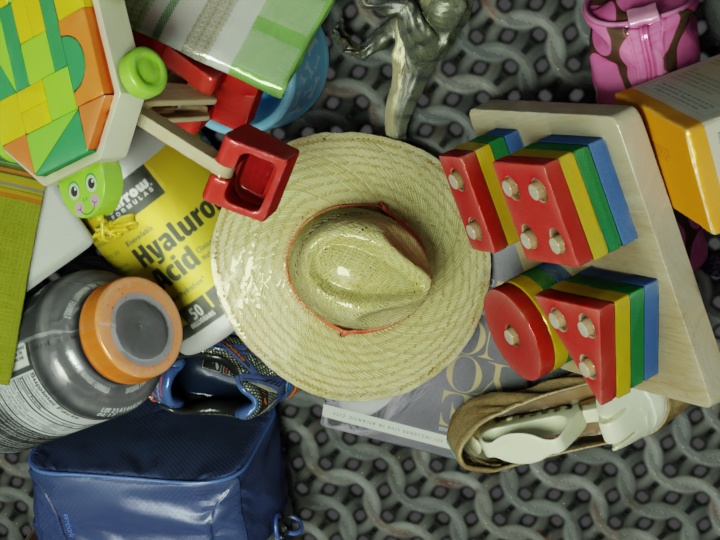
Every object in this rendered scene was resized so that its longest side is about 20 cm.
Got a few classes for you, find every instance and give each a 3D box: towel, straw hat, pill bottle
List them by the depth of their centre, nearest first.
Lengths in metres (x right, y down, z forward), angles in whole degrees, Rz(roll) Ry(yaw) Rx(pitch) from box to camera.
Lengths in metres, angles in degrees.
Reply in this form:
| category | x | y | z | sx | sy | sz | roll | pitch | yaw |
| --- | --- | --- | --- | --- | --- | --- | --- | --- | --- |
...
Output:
| category | x | y | z | sx | sy | sz | roll | pitch | yaw |
| --- | --- | --- | --- | --- | --- | --- | --- | --- | --- |
| towel | -0.260 | -0.027 | 1.513 | 0.086 | 0.018 | 0.201 | 11 | 86 | -19 |
| towel | -0.110 | -0.216 | 1.514 | 0.199 | 0.150 | 0.031 | 27 | 163 | 3 |
| straw hat | 0.000 | 0.000 | 1.524 | 0.200 | 0.085 | 0.202 | -1 | 93 | -9 |
| pill bottle | -0.208 | 0.061 | 1.579 | 0.200 | 0.106 | 0.106 | -21 | 107 | 48 |
| pill bottle | -0.143 | -0.048 | 1.597 | 0.111 | 0.111 | 0.200 | -34 | 99 | 27 |

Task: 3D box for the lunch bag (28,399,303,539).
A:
| category | x | y | z | sx | sy | sz | roll | pitch | yaw |
| --- | --- | --- | --- | --- | --- | --- | --- | --- | --- |
| lunch bag | -0.140 | 0.180 | 1.682 | 0.199 | 0.136 | 0.133 | 3 | 115 | 16 |

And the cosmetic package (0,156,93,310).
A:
| category | x | y | z | sx | sy | sz | roll | pitch | yaw |
| --- | --- | --- | --- | --- | --- | --- | --- | --- | --- |
| cosmetic package | -0.323 | -0.052 | 1.588 | 0.165 | 0.165 | 0.200 | -36 | 101 | -17 |

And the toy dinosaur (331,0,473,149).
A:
| category | x | y | z | sx | sy | sz | roll | pitch | yaw |
| --- | --- | --- | --- | --- | --- | --- | --- | --- | --- |
| toy dinosaur | 0.028 | -0.165 | 1.532 | 0.088 | 0.048 | 0.200 | 23 | 121 | -1 |

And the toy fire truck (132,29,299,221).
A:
| category | x | y | z | sx | sy | sz | roll | pitch | yaw |
| --- | --- | --- | --- | --- | --- | --- | --- | --- | --- |
| toy fire truck | -0.126 | -0.115 | 1.489 | 0.199 | 0.141 | 0.049 | 25 | 118 | 5 |

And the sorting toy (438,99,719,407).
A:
| category | x | y | z | sx | sy | sz | roll | pitch | yaw |
| --- | --- | --- | --- | --- | --- | --- | --- | --- | --- |
| sorting toy | 0.134 | -0.005 | 1.468 | 0.069 | 0.200 | 0.199 | -26 | 105 | -20 |

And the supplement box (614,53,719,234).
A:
| category | x | y | z | sx | sy | sz | roll | pitch | yaw |
| --- | --- | --- | --- | --- | --- | --- | --- | --- | --- |
| supplement box | 0.275 | -0.100 | 1.389 | 0.199 | 0.126 | 0.074 | -21 | 108 | -8 |

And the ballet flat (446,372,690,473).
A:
| category | x | y | z | sx | sy | sz | roll | pitch | yaw |
| --- | --- | --- | --- | --- | --- | --- | --- | --- | --- |
| ballet flat | 0.153 | 0.103 | 1.582 | 0.199 | 0.072 | 0.068 | -14 | 111 | 16 |

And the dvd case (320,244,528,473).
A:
| category | x | y | z | sx | sy | sz | roll | pitch | yaw |
| --- | --- | --- | --- | --- | --- | --- | --- | --- | --- |
| dvd case | 0.054 | 0.042 | 1.629 | 0.148 | 0.016 | 0.201 | 14 | 116 | 11 |

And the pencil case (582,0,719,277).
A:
| category | x | y | z | sx | sy | sz | roll | pitch | yaw |
| --- | --- | --- | --- | --- | --- | --- | --- | --- | --- |
| pencil case | 0.191 | -0.092 | 1.484 | 0.090 | 0.094 | 0.201 | 0 | 112 | 17 |

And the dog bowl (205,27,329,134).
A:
| category | x | y | z | sx | sy | sz | roll | pitch | yaw |
| --- | --- | --- | --- | --- | --- | --- | --- | --- | --- |
| dog bowl | -0.117 | -0.172 | 1.569 | 0.200 | 0.050 | 0.112 | 38 | 118 | -1 |

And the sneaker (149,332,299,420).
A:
| category | x | y | z | sx | sy | sz | roll | pitch | yaw |
| --- | --- | --- | --- | --- | --- | --- | --- | --- | --- |
| sneaker | -0.145 | 0.066 | 1.666 | 0.199 | 0.078 | 0.076 | 7 | 114 | 14 |

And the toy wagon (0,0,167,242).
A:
| category | x | y | z | sx | sy | sz | roll | pitch | yaw |
| --- | --- | --- | --- | --- | --- | --- | --- | --- | --- |
| toy wagon | -0.188 | -0.116 | 1.448 | 0.155 | 0.039 | 0.201 | -20 | 80 | 44 |

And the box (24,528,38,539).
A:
| category | x | y | z | sx | sy | sz | roll | pitch | yaw |
| --- | --- | --- | --- | --- | --- | --- | --- | --- | --- |
| box | -0.192 | 0.316 | 1.741 | 0.199 | 0.164 | 0.166 | 17 | 117 | 10 |
